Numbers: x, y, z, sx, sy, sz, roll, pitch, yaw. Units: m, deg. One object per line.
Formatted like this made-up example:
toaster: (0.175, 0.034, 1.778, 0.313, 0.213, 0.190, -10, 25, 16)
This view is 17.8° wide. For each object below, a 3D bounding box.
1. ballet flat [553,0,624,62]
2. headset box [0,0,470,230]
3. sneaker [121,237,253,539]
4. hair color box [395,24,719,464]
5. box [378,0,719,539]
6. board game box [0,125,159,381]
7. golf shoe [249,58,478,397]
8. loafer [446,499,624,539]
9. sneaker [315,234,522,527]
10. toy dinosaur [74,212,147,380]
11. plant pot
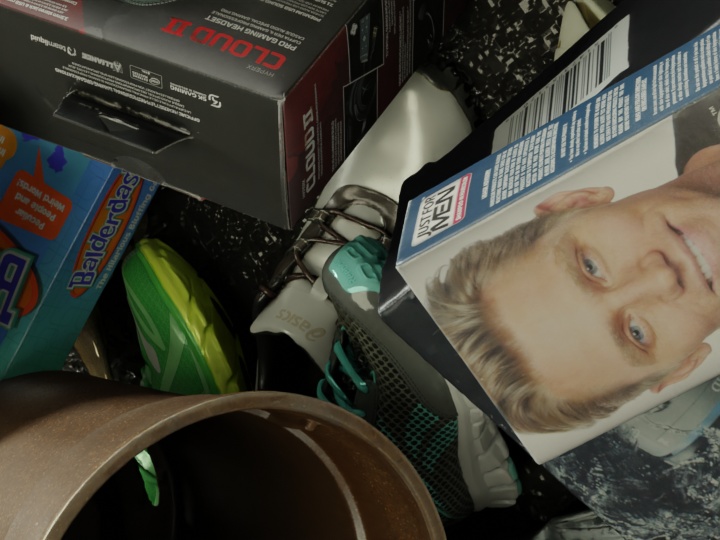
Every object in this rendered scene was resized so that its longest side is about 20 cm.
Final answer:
ballet flat: (0.128, -0.107, 0.988, 0.200, 0.067, 0.070, -49, 56, 27)
headset box: (-0.056, -0.114, 0.987, 0.149, 0.200, 0.077, 21, 139, 21)
sneaker: (-0.087, 0.084, 1.120, 0.083, 0.074, 0.201, -14, 98, 2)
hair color box: (0.123, -0.022, 0.820, 0.200, 0.061, 0.100, -29, 110, 21)
box: (0.147, -0.003, 0.928, 0.200, 0.118, 0.197, 42, 116, -15)
board game box: (-0.169, -0.058, 1.103, 0.152, 0.045, 0.200, 32, 98, 28)
golf shoe: (0.000, 0.000, 1.055, 0.078, 0.094, 0.200, 20, 110, 21)
loafer: (0.065, 0.155, 1.063, 0.200, 0.073, 0.072, -17, 87, 24)
sneaker: (0.009, 0.066, 1.011, 0.091, 0.200, 0.078, -31, 50, -6)
toy dinosaur: (-0.147, 0.006, 1.160, 0.200, 0.058, 0.101, 55, 134, 12)
plant pot: (-0.098, 0.133, 0.977, 0.198, 0.200, 0.201, 13, 112, 56)
